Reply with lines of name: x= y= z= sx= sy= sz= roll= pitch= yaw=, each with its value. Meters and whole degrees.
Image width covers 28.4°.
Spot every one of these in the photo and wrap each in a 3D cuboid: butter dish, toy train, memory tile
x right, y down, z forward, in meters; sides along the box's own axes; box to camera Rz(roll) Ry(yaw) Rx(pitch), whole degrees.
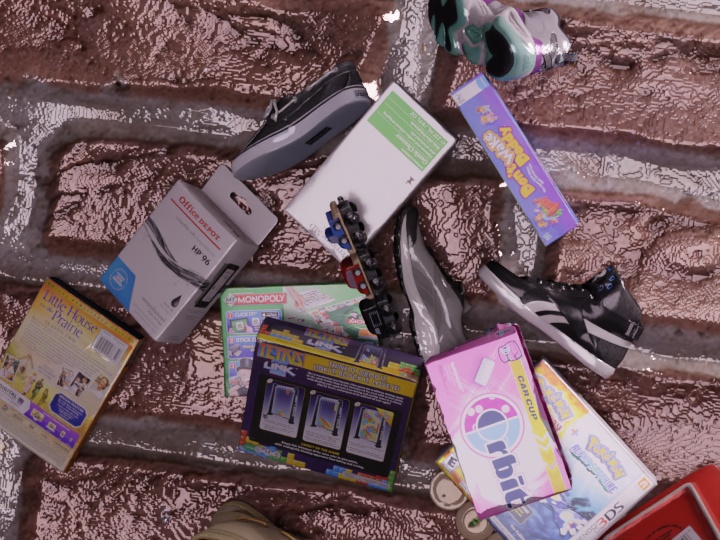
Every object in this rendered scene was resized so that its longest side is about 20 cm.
butter dish: x=0.380 y=0.357 z=1.628 sx=0.199 sy=0.200 sz=0.148 roll=-35 pitch=112 yaw=9
toy train: x=0.000 y=0.000 z=1.649 sx=0.045 sy=0.034 sz=0.202 roll=-20 pitch=123 yaw=2
memory tile: x=0.195 y=0.255 z=1.714 sx=0.200 sy=0.017 sz=0.154 roll=-41 pitch=87 yaw=10

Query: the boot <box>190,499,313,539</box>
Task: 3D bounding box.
boot: x=-0.105 y=0.356 z=1.698 sx=0.199 sy=0.155 sz=0.073 roll=33 pitch=98 yaw=5

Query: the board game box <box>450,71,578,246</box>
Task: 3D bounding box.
board game box: x=0.179 y=-0.127 z=1.632 sx=0.044 sy=0.134 sz=0.201 roll=-32 pitch=88 yaw=9

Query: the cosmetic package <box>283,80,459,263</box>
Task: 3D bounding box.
cosmetic package: x=0.014 y=-0.114 z=1.684 sx=0.107 sy=0.085 sz=0.201 roll=40 pitch=98 yaw=1

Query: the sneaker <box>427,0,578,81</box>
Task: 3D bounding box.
sneaker: x=0.175 y=-0.279 z=1.650 sx=0.138 sy=0.200 sz=0.079 roll=-8 pitch=129 yaw=-30

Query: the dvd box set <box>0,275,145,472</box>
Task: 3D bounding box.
dvd box set: x=-0.380 y=0.130 z=1.789 sx=0.145 sy=0.029 sz=0.201 roll=32 pitch=99 yaw=6

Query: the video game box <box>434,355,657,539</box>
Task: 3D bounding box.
video game box: x=0.219 y=0.237 z=1.679 sx=0.182 sy=0.047 sz=0.200 roll=-44 pitch=86 yaw=6

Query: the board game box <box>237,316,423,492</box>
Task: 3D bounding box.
board game box: x=-0.037 y=0.160 z=1.693 sx=0.197 sy=0.057 sz=0.167 roll=15 pitch=118 yaw=4

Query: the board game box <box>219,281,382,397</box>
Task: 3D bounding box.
board game box: x=-0.071 y=0.084 z=1.739 sx=0.197 sy=0.029 sz=0.137 roll=-2 pitch=93 yaw=9

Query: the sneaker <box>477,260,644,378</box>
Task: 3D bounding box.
sneaker: x=0.244 y=0.024 z=1.669 sx=0.199 sy=0.073 sz=0.112 roll=37 pitch=95 yaw=-3

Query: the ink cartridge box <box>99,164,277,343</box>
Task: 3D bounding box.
ink cartridge box: x=-0.207 y=-0.025 z=1.721 sx=0.116 sy=0.068 sz=0.201 roll=43 pitch=99 yaw=20

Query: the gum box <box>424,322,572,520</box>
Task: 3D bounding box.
gum box: x=0.157 y=0.168 z=1.628 sx=0.112 sy=0.066 sz=0.202 roll=-20 pitch=91 yaw=10

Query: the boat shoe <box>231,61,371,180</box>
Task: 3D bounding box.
boat shoe: x=-0.080 y=-0.180 z=1.697 sx=0.198 sy=0.073 sz=0.069 roll=-33 pitch=67 yaw=28

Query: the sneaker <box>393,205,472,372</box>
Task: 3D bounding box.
sneaker: x=0.086 y=0.018 z=1.694 sx=0.078 sy=0.074 sz=0.203 roll=-15 pitch=97 yaw=0
